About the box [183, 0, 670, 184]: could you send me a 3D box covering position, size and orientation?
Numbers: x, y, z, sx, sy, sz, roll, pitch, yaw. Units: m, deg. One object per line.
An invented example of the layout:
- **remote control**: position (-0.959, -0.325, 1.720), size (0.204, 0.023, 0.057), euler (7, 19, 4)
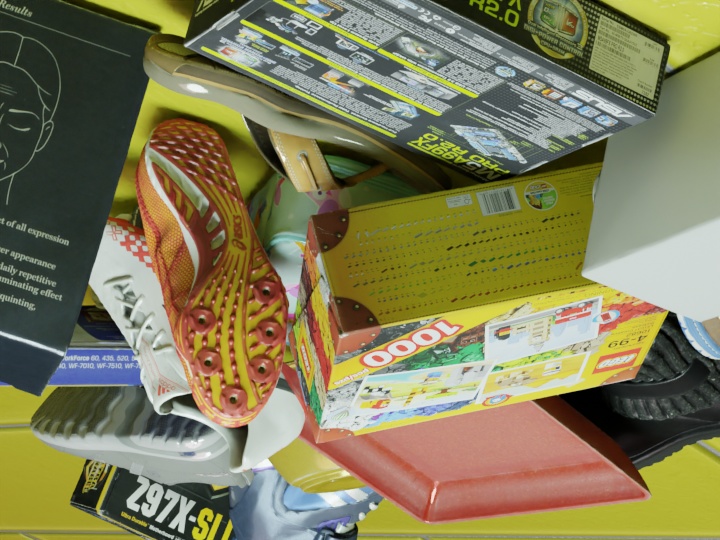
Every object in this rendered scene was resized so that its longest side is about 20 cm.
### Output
- **box**: position (0.032, -0.116, 1.105), size (0.200, 0.044, 0.160), euler (23, 159, -23)

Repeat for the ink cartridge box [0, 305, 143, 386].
- **ink cartridge box**: position (-0.202, 0.058, 1.550), size (0.197, 0.047, 0.200), euler (1, -171, -21)

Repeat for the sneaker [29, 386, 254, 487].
- **sneaker**: position (-0.165, 0.129, 1.588), size (0.200, 0.075, 0.082), euler (8, 138, 41)

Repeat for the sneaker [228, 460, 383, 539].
- **sneaker**: position (-0.005, 0.184, 1.720), size (0.199, 0.147, 0.081), euler (-11, -162, -1)

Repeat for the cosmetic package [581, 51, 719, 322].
- **cosmetic package**: position (0.202, -0.052, 1.072), size (0.085, 0.108, 0.200), euler (20, 161, -20)

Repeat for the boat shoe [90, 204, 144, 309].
- **boat shoe**: position (-0.157, -0.007, 1.491), size (0.062, 0.071, 0.200), euler (13, 166, -3)

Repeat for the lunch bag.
- **lunch bag**: position (0.000, 0.000, 1.389), size (0.160, 0.077, 0.200), euler (17, 160, -11)

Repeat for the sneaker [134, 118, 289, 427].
- **sneaker**: position (-0.090, 0.005, 1.307), size (0.073, 0.200, 0.077), euler (-4, 153, -17)

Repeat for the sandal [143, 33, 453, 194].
- **sandal**: position (-0.040, -0.075, 1.199), size (0.200, 0.054, 0.080), euler (20, -170, -32)

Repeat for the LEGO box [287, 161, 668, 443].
- **LEGO box**: position (0.067, 0.018, 1.221), size (0.199, 0.077, 0.149), euler (-11, 154, -11)

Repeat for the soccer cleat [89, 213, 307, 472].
- **soccer cleat**: position (-0.119, 0.044, 1.363), size (0.200, 0.085, 0.069), euler (43, 140, 0)

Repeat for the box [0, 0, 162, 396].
- **box**: position (-0.215, -0.053, 1.209), size (0.148, 0.200, 0.107), euler (19, 161, -11)

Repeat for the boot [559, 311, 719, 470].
- **boot**: position (0.168, 0.070, 1.453), size (0.158, 0.080, 0.211), euler (21, 149, -37)

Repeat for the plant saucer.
- **plant saucer**: position (0.065, 0.107, 1.447), size (0.200, 0.037, 0.200), euler (-13, 142, 38)

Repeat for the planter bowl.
- **planter bowl**: position (-0.006, 0.115, 1.581), size (0.200, 0.084, 0.200), euler (-11, 168, -2)

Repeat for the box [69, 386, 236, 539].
- **box**: position (-0.125, 0.154, 1.756), size (0.049, 0.160, 0.200), euler (10, 163, 48)

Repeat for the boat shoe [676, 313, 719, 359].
- **boat shoe**: position (0.256, 0.022, 1.304), size (0.072, 0.072, 0.200), euler (-7, 162, 34)
